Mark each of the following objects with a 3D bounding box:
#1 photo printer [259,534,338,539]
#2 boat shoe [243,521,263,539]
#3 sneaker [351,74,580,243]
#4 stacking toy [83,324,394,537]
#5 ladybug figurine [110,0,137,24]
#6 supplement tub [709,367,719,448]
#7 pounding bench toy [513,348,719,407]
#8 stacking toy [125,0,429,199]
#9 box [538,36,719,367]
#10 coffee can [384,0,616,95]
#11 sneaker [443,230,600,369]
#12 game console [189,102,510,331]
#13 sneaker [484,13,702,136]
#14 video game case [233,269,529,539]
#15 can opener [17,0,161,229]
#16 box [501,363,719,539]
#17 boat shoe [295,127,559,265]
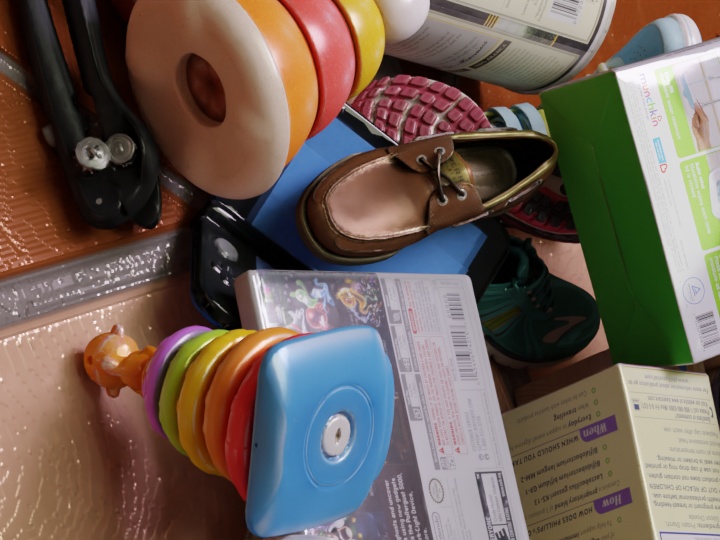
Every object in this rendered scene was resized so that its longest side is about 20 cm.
[{"bbox_3d":[-0.039,0.254,1.454,0.069,0.166,0.201,-16,81,-46],"label":"photo printer"},{"bbox_3d":[-0.042,0.140,1.596,0.062,0.072,0.200,41,34,-5],"label":"boat shoe"},{"bbox_3d":[0.080,-0.068,1.779,0.199,0.075,0.081,26,76,8],"label":"sneaker"},{"bbox_3d":[-0.087,0.073,1.491,0.109,0.199,0.117,-10,109,-50],"label":"stacking toy"},{"bbox_3d":[-0.099,-0.194,1.692,0.199,0.072,0.137,2,70,-46],"label":"ladybug figurine"},{"bbox_3d":[0.316,0.094,1.692,0.122,0.199,0.123,22,57,-38],"label":"supplement tub"},{"bbox_3d":[0.235,0.142,1.831,0.199,0.124,0.157,3,68,-46],"label":"pounding bench toy"},{"bbox_3d":[-0.036,-0.143,1.612,0.199,0.146,0.147,-28,91,-36],"label":"stacking toy"},{"bbox_3d":[0.239,-0.053,1.720,0.176,0.097,0.201,-19,94,-31],"label":"box"},{"bbox_3d":[0.066,-0.215,1.820,0.199,0.146,0.147,12,62,-43],"label":"coffee can"},{"bbox_3d":[0.103,0.015,1.793,0.199,0.079,0.078,20,57,-40],"label":"sneaker"},{"bbox_3d":[0.000,0.000,1.639,0.200,0.118,0.171,36,20,-20],"label":"game console"},{"bbox_3d":[0.153,-0.108,1.827,0.130,0.200,0.080,5,45,-30],"label":"sneaker"},{"bbox_3d":[0.016,0.097,1.579,0.181,0.023,0.201,2,69,-39],"label":"video game case"},{"bbox_3d":[-0.177,-0.117,1.593,0.063,0.079,0.201,-21,81,-10],"label":"can opener"},{"bbox_3d":[0.157,0.185,1.687,0.096,0.176,0.201,9,64,-43],"label":"box"},{"bbox_3d":[0.045,-0.059,1.644,0.199,0.068,0.072,-21,85,-42],"label":"boat shoe"}]
